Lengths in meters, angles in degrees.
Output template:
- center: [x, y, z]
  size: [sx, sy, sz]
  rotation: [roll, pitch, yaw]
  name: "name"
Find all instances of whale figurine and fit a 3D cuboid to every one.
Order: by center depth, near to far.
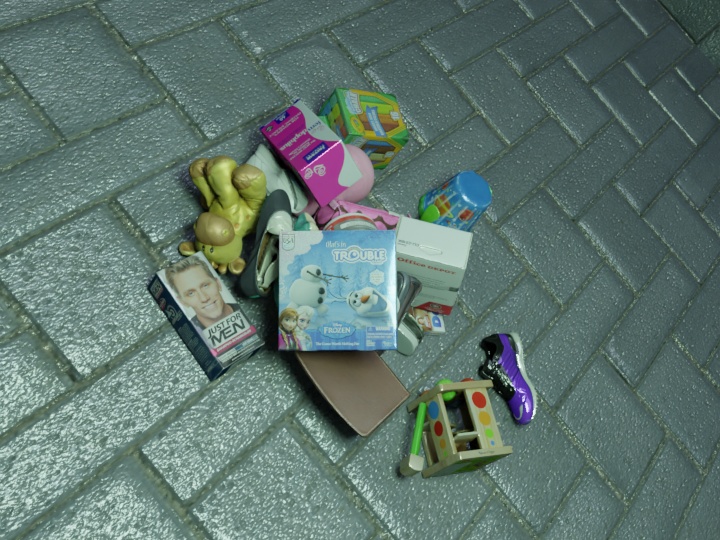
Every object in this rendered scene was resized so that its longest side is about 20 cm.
- center: [-0.109, 0.002, 1.421]
  size: [0.103, 0.202, 0.159]
  rotation: [-8, 26, -10]
  name: "whale figurine"

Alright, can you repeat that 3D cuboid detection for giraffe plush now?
- center: [-0.248, -0.085, 1.423]
  size: [0.201, 0.171, 0.163]
  rotation: [56, 51, -39]
  name: "giraffe plush"

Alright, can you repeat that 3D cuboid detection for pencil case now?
- center: [0.007, -0.088, 1.569]
  size: [0.199, 0.094, 0.091]
  rotation: [9, 39, -36]
  name: "pencil case"

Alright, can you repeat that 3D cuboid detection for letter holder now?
- center: [-0.036, 0.198, 1.400]
  size: [0.200, 0.101, 0.142]
  rotation: [51, 51, 4]
  name: "letter holder"

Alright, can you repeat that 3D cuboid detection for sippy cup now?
- center: [0.218, -0.149, 1.744]
  size: [0.139, 0.130, 0.179]
  rotation: [31, 50, -13]
  name: "sippy cup"

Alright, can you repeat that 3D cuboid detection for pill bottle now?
- center: [0.000, 0.000, 1.437]
  size: [0.115, 0.116, 0.201]
  rotation: [8, 42, -28]
  name: "pill bottle"

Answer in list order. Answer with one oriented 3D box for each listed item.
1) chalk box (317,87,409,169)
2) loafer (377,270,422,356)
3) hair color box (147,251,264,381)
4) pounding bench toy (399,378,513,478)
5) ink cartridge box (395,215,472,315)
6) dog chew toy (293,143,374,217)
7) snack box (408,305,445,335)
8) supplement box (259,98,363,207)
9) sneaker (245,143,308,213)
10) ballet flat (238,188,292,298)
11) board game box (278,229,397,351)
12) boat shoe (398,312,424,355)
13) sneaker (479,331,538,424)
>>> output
- center: [-0.019, -0.304, 1.692]
  size: [0.198, 0.124, 0.126]
  rotation: [-2, 64, -33]
  name: "chalk box"
- center: [0.054, 0.099, 1.474]
  size: [0.063, 0.201, 0.072]
  rotation: [19, 14, -37]
  name: "loafer"
- center: [-0.265, 0.077, 1.353]
  size: [0.100, 0.061, 0.201]
  rotation: [-31, 81, -40]
  name: "hair color box"
- center: [0.148, 0.285, 1.446]
  size: [0.198, 0.124, 0.157]
  rotation: [1, 62, -31]
  name: "pounding bench toy"
- center: [0.126, -0.006, 1.525]
  size: [0.143, 0.200, 0.084]
  rotation: [14, 62, 4]
  name: "ink cartridge box"
- center: [-0.069, -0.172, 1.588]
  size: [0.199, 0.125, 0.125]
  rotation: [-32, 82, -25]
  name: "dog chew toy"
- center: [0.125, 0.038, 1.643]
  size: [0.071, 0.024, 0.202]
  rotation: [7, 60, -28]
  name: "snack box"
- center: [-0.095, -0.224, 1.493]
  size: [0.101, 0.104, 0.200]
  rotation: [-37, 45, -4]
  name: "supplement box"
- center: [-0.167, -0.160, 1.511]
  size: [0.075, 0.087, 0.200]
  rotation: [46, 3, -46]
  name: "sneaker"
- center: [-0.153, -0.044, 1.386]
  size: [0.073, 0.073, 0.202]
  rotation: [21, 86, -20]
  name: "ballet flat"
- center: [-0.038, 0.034, 1.320]
  size: [0.198, 0.043, 0.201]
  rotation: [-1, 83, 3]
  name: "board game box"
- center: [0.046, 0.075, 1.548]
  size: [0.200, 0.071, 0.064]
  rotation: [48, 49, -8]
  name: "boat shoe"
- center: [0.292, 0.222, 1.618]
  size: [0.099, 0.070, 0.202]
  rotation: [3, 57, -23]
  name: "sneaker"
